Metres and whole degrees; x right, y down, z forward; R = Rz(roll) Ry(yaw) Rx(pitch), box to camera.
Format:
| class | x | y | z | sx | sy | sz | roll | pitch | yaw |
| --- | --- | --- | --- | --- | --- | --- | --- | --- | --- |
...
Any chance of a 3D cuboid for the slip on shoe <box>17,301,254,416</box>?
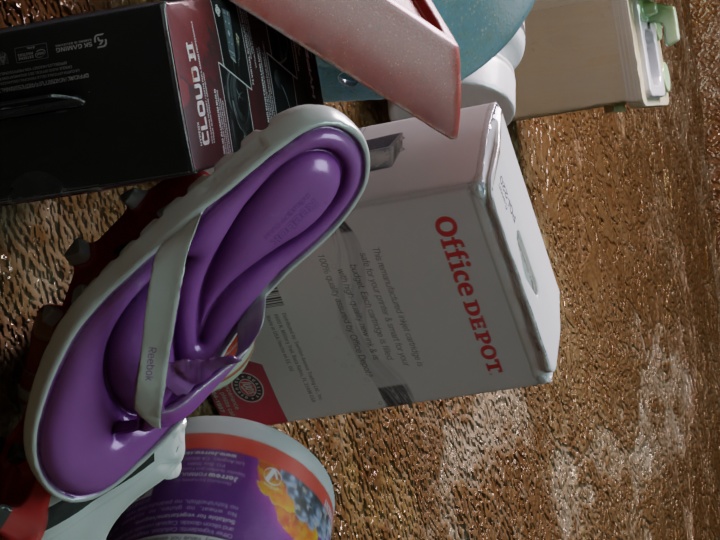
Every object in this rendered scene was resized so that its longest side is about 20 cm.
| class | x | y | z | sx | sy | sz | roll | pitch | yaw |
| --- | --- | --- | --- | --- | --- | --- | --- | --- | --- |
| slip on shoe | -0.106 | 0.029 | 1.094 | 0.200 | 0.074 | 0.062 | -21 | 119 | -66 |

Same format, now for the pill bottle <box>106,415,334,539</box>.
| class | x | y | z | sx | sy | sz | roll | pitch | yaw |
| --- | --- | --- | --- | --- | --- | --- | --- | --- | --- |
| pill bottle | -0.078 | 0.179 | 1.054 | 0.201 | 0.111 | 0.112 | -80 | 154 | -43 |

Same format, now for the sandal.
| class | x | y | z | sx | sy | sz | roll | pitch | yaw |
| --- | --- | --- | --- | --- | --- | --- | --- | --- | --- |
| sandal | -0.067 | 0.017 | 0.907 | 0.082 | 0.203 | 0.050 | 34 | 5 | -42 |

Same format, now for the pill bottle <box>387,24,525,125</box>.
| class | x | y | z | sx | sy | sz | roll | pitch | yaw |
| --- | --- | --- | --- | --- | --- | --- | --- | --- | --- |
| pill bottle | 0.067 | -0.206 | 1.648 | 0.114 | 0.113 | 0.201 | 48 | 38 | -59 |

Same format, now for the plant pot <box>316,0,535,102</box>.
| class | x | y | z | sx | sy | sz | roll | pitch | yaw |
| --- | --- | --- | --- | --- | --- | --- | --- | --- | --- |
| plant pot | 0.003 | -0.216 | 1.361 | 0.196 | 0.195 | 0.201 | 61 | 35 | -46 |

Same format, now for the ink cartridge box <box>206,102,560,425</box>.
| class | x | y | z | sx | sy | sz | roll | pitch | yaw |
| --- | --- | --- | --- | --- | --- | --- | --- | --- | --- |
| ink cartridge box | 0.000 | 0.000 | 1.224 | 0.085 | 0.199 | 0.146 | -76 | 151 | -49 |

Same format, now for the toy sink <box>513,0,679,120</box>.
| class | x | y | z | sx | sy | sz | roll | pitch | yaw |
| --- | --- | --- | --- | --- | --- | --- | --- | --- | --- |
| toy sink | 0.212 | -0.194 | 1.938 | 0.130 | 0.199 | 0.113 | -18 | 99 | -72 |

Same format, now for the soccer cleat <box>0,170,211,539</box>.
| class | x | y | z | sx | sy | sz | roll | pitch | yaw |
| --- | --- | --- | --- | --- | --- | --- | --- | --- | --- |
| soccer cleat | -0.105 | 0.051 | 0.982 | 0.085 | 0.068 | 0.201 | 32 | 79 | -36 |

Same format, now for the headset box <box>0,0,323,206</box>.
| class | x | y | z | sx | sy | sz | roll | pitch | yaw |
| --- | --- | --- | --- | --- | --- | --- | --- | --- | --- |
| headset box | -0.119 | -0.078 | 0.989 | 0.200 | 0.148 | 0.078 | -25 | 106 | -70 |

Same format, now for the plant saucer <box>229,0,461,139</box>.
| class | x | y | z | sx | sy | sz | roll | pitch | yaw |
| --- | --- | --- | --- | --- | --- | --- | --- | --- | --- |
| plant saucer | -0.040 | -0.171 | 1.046 | 0.200 | 0.037 | 0.200 | 28 | 24 | -37 |
